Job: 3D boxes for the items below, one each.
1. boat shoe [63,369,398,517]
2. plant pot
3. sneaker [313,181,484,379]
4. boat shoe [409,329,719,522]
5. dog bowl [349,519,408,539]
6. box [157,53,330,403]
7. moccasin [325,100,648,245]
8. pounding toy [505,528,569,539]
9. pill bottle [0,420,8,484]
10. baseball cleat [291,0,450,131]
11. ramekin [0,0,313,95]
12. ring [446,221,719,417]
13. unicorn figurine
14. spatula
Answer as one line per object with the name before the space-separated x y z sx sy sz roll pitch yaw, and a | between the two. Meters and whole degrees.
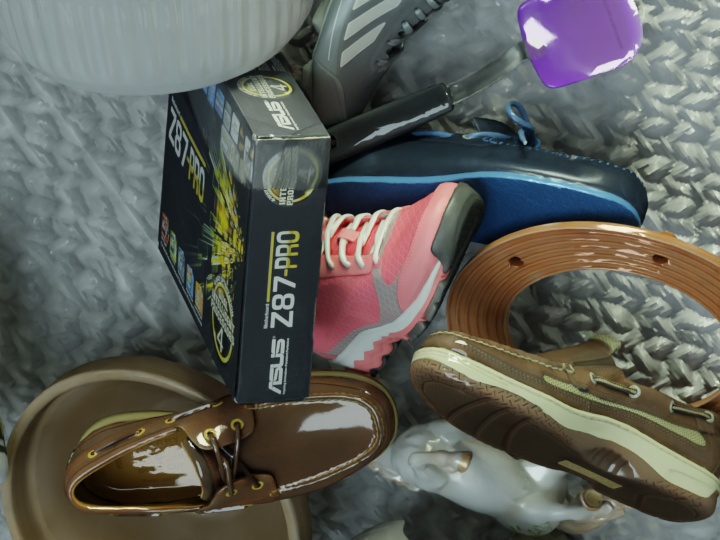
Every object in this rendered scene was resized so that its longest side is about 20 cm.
boat shoe | -0.076 0.108 1.553 0.199 0.068 0.072 -12 103 14
plant pot | -0.113 0.133 1.673 0.200 0.093 0.201 10 118 19
sneaker | 0.000 0.000 1.512 0.087 0.074 0.200 31 149 -6
boat shoe | 0.117 0.070 1.505 0.202 0.075 0.075 28 157 -26
dog bowl | 0.030 0.247 1.564 0.200 0.059 0.201 9 105 33
box | -0.067 -0.042 1.516 0.049 0.200 0.162 -1 118 -17
moccasin | 0.067 -0.059 1.513 0.199 0.068 0.081 8 145 23
pounding toy | 0.118 0.286 1.637 0.200 0.142 0.184 46 123 17
pill bottle | -0.284 0.040 1.648 0.114 0.114 0.201 -18 76 28
baseball cleat | 0.031 -0.154 1.492 0.106 0.070 0.200 21 121 12
ramekin | -0.114 -0.179 1.471 0.200 0.200 0.105 9 127 19
ring | 0.147 0.036 1.524 0.200 0.019 0.201 12 143 9
unicorn figurine | 0.063 0.109 1.585 0.200 0.074 0.137 37 157 -11
spatula | 0.061 -0.104 1.496 0.200 0.021 0.057 -25 73 18
